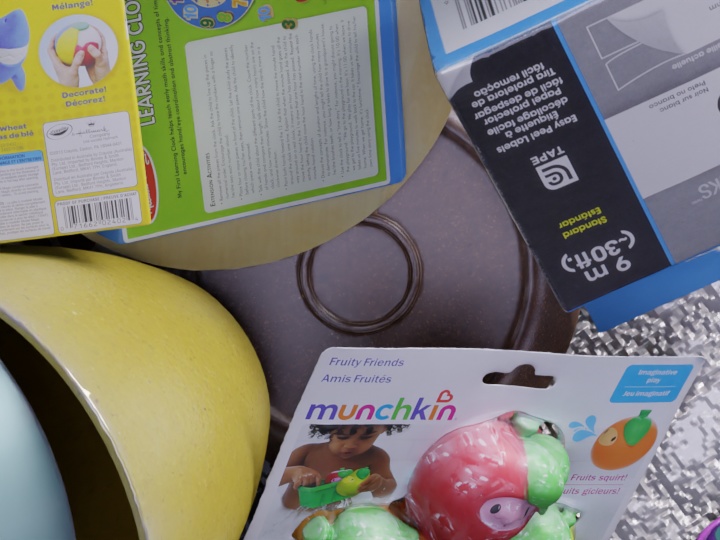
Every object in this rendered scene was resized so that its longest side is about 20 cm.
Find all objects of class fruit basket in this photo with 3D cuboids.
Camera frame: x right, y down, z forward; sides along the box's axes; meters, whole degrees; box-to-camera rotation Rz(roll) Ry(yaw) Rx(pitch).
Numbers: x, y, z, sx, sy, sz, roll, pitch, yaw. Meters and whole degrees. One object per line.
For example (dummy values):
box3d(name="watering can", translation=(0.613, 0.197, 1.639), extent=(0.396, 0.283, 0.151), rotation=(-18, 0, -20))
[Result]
box3d(name="fruit basket", translation=(0.037, 0.115, 0.899), extent=(0.185, 0.094, 0.200), rotation=(3, 133, -28))

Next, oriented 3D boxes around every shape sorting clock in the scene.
box3d(name="shape sorting clock", translation=(-0.052, -0.090, 0.856), extent=(0.200, 0.039, 0.200), rotation=(-10, 122, -17))

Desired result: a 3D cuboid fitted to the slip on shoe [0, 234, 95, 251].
box3d(name="slip on shoe", translation=(-0.170, -0.087, 0.907), extent=(0.061, 0.076, 0.200), rotation=(18, 142, 39))

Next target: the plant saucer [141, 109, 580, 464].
box3d(name="plant saucer", translation=(0.000, 0.000, 0.932), extent=(0.200, 0.034, 0.201), rotation=(0, 98, 3))

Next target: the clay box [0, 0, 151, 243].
box3d(name="clay box", translation=(-0.144, -0.105, 0.769), extent=(0.115, 0.048, 0.200), rotation=(-7, 120, -7))

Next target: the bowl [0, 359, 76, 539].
box3d(name="bowl", translation=(-0.213, 0.102, 0.789), extent=(0.200, 0.105, 0.201), rotation=(14, 117, 30))

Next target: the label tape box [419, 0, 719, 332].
box3d(name="label tape box", translation=(0.130, -0.052, 0.854), extent=(0.144, 0.063, 0.200), rotation=(-24, 126, 11))

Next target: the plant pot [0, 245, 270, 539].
box3d(name="plant pot", translation=(-0.119, 0.070, 0.866), extent=(0.200, 0.142, 0.200), rotation=(15, 118, 31))

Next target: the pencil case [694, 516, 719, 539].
box3d(name="pencil case", translation=(0.215, 0.201, 0.938), extent=(0.092, 0.085, 0.200), rotation=(-20, 99, -11))
